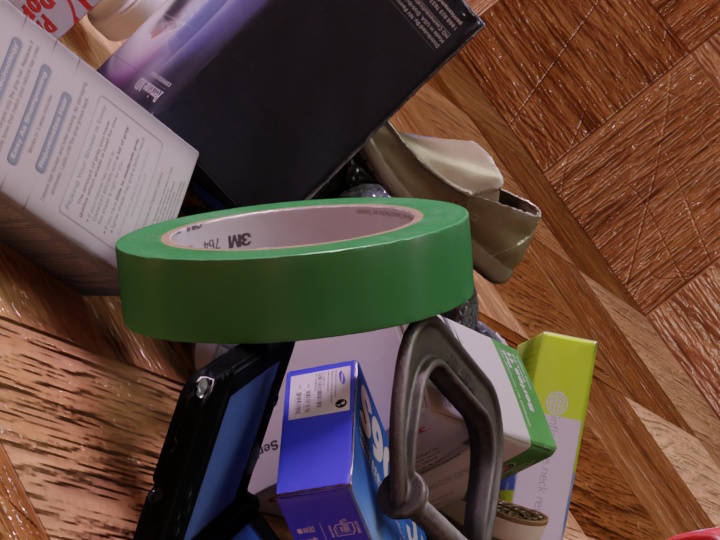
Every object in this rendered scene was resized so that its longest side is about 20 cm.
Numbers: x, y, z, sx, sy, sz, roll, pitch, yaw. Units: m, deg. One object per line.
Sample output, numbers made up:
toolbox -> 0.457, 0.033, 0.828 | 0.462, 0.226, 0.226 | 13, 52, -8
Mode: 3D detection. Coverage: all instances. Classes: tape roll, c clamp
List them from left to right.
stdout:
tape roll -> -0.037, -0.003, 1.106 | 0.200, 0.200, 0.048 | -57, 143, -77
c clamp -> 0.051, 0.124, 1.096 | 0.200, 0.027, 0.171 | 56, 42, -52

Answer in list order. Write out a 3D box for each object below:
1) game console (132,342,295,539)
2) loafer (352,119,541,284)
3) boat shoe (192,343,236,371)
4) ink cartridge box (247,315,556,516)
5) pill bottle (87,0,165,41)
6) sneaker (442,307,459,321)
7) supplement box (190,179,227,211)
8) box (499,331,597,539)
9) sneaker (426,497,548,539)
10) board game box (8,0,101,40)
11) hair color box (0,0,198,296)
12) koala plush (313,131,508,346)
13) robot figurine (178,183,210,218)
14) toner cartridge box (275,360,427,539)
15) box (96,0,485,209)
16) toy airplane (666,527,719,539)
game console -> -0.041, 0.137, 1.035 | 0.116, 0.176, 0.200 | 20, 9, 7
loafer -> 0.057, -0.067, 1.378 | 0.200, 0.068, 0.076 | 39, 5, -41
boat shoe -> -0.064, 0.067, 1.297 | 0.062, 0.072, 0.200 | 33, -4, 31
ink cartridge box -> 0.014, 0.096, 1.230 | 0.200, 0.146, 0.083 | 26, 41, -61
pill bottle -> -0.237, -0.272, 1.521 | 0.200, 0.112, 0.112 | 43, 14, -31
sneaker -> 0.000, 0.000, 1.315 | 0.076, 0.116, 0.200 | 30, -8, 44
supplement box -> -0.062, -0.130, 1.474 | 0.110, 0.200, 0.109 | 43, -3, -28
box -> 0.126, 0.151, 1.438 | 0.048, 0.201, 0.122 | 12, -8, -3
sneaker -> 0.066, 0.197, 1.360 | 0.067, 0.090, 0.200 | 11, -1, -19
board game box -> -0.212, -0.186, 1.271 | 0.046, 0.151, 0.200 | 46, 14, -20
hair color box -> -0.188, -0.071, 1.122 | 0.200, 0.061, 0.099 | 39, 61, -45
koala plush -> 0.032, 0.005, 1.488 | 0.177, 0.184, 0.200 | 42, 12, -31
robot figurine -> -0.157, -0.051, 1.290 | 0.200, 0.058, 0.145 | 46, 13, -25
toner cartridge box -> 0.004, 0.154, 1.088 | 0.095, 0.043, 0.200 | -85, 161, -48
box -> -0.055, -0.147, 1.301 | 0.123, 0.198, 0.200 | 45, -4, -22
toy airplane -> 0.182, 0.258, 1.322 | 0.141, 0.199, 0.200 | 51, -7, 33
